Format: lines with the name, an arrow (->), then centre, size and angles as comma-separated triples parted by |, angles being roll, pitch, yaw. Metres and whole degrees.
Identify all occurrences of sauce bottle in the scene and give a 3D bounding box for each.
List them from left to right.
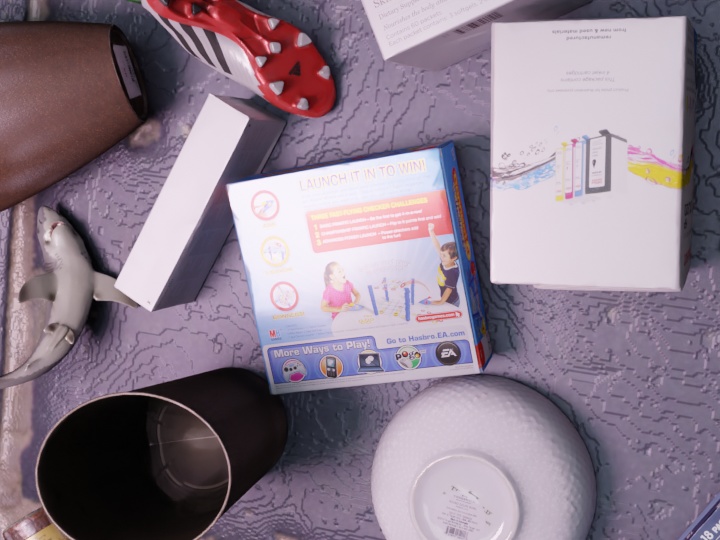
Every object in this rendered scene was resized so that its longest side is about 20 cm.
sauce bottle -> -0.282, 0.331, 1.159 | 0.065, 0.065, 0.200 | -33, 86, 19

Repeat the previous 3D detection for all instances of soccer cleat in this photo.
soccer cleat -> -0.109, -0.203, 1.035 | 0.200, 0.085, 0.069 | 32, 80, -18

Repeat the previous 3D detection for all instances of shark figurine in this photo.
shark figurine -> -0.306, 0.059, 1.122 | 0.128, 0.215, 0.089 | 32, 148, -15

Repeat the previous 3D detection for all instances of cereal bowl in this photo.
cereal bowl -> 0.100, 0.194, 1.006 | 0.200, 0.083, 0.200 | 2, 96, 18

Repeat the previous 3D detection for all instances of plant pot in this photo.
plant pot -> -0.306, -0.155, 1.072 | 0.200, 0.187, 0.187 | -16, 90, 5

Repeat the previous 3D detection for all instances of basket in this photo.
basket -> -0.154, 0.157, 1.025 | 0.180, 0.200, 0.136 | -11, 91, 19

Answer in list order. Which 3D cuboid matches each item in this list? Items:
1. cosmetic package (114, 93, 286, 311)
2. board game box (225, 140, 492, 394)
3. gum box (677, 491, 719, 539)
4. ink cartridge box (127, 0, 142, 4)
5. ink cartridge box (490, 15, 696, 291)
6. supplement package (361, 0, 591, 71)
cosmetic package -> -0.147, -0.062, 1.063 | 0.051, 0.083, 0.200 | 32, 104, 13
board game box -> 0.000, 0.000, 1.020 | 0.200, 0.056, 0.196 | -7, 100, 19
gum box -> 0.327, 0.310, 0.959 | 0.200, 0.045, 0.170 | 38, 106, 11
ink cartridge box -> -0.155, -0.318, 1.007 | 0.200, 0.147, 0.083 | -24, 87, 18
ink cartridge box -> 0.186, -0.090, 0.912 | 0.145, 0.147, 0.200 | 2, 96, 18
supplement package -> 0.070, -0.284, 0.930 | 0.152, 0.151, 0.200 | -22, 88, 20
